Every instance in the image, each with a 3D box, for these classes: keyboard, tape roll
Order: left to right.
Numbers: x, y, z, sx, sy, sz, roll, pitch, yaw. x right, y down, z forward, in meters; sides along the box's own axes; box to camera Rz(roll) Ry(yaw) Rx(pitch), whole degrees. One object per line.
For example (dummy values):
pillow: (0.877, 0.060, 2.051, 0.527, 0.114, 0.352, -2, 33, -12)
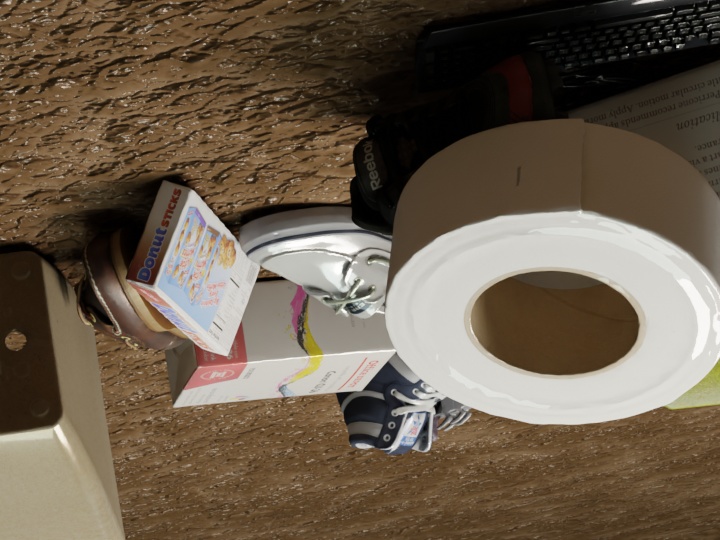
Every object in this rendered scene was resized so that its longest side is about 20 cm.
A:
tape roll: (0.115, 0.004, 1.318, 0.201, 0.071, 0.203, 5, 141, 4)
keyboard: (0.130, -0.129, 1.351, 0.199, 0.021, 0.127, -9, 163, -1)

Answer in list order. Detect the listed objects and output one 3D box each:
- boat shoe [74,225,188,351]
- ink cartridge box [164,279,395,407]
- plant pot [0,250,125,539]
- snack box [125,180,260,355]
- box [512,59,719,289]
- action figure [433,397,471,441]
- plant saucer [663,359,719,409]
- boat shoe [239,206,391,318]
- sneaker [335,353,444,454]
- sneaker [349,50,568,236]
boat shoe: (-0.164, 0.022, 1.587, 0.070, 0.071, 0.200, -14, 163, 7)
ink cartridge box: (-0.045, 0.053, 1.771, 0.199, 0.068, 0.117, -5, 163, -16)
plant pot: (-0.277, 0.093, 1.577, 0.199, 0.201, 0.177, -8, 152, -8)
snack box: (-0.111, 0.002, 1.551, 0.024, 0.072, 0.200, 18, 169, 15)
box: (0.206, -0.039, 1.475, 0.198, 0.131, 0.200, -17, 168, 24)
action figure: (0.136, 0.081, 1.981, 0.199, 0.070, 0.130, -20, 152, 17)
plant saucer: (0.294, 0.056, 1.511, 0.199, 0.048, 0.199, -9, 179, 38)
boat shoe: (0.000, 0.000, 1.621, 0.199, 0.067, 0.073, 5, 158, -42)
sneaker: (0.060, 0.088, 1.877, 0.199, 0.109, 0.070, -22, 160, 36)
sneaker: (0.051, -0.069, 1.346, 0.097, 0.071, 0.200, 1, 158, -22)
